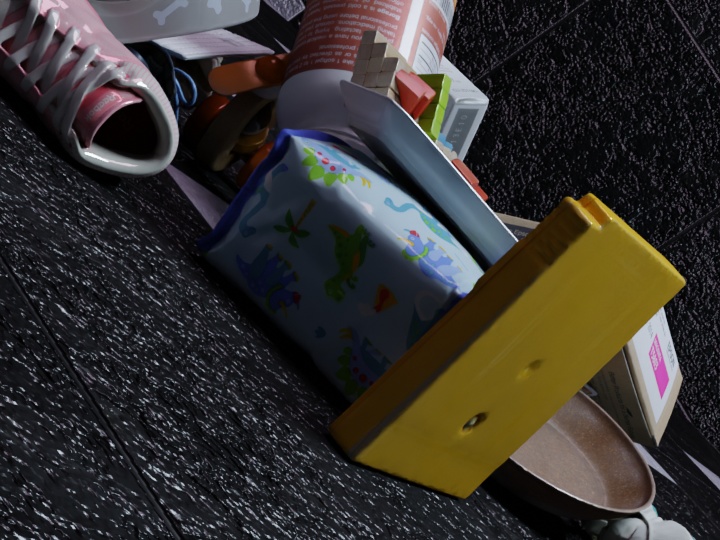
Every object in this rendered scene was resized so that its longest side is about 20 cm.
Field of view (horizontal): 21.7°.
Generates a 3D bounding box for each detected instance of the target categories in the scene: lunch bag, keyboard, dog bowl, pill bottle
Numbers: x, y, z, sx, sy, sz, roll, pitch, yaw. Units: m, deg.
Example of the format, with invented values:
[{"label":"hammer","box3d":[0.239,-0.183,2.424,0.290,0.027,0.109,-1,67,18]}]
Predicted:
[{"label":"lunch bag","box3d":[0.012,0.004,1.232,0.170,0.128,0.200,44,17,15]},{"label":"keyboard","box3d":[-0.123,-0.177,1.461,0.056,0.011,0.200,18,12,13]},{"label":"dog bowl","box3d":[-0.159,-0.192,1.282,0.200,0.198,0.059,-103,-173,-77]},{"label":"pill bottle","box3d":[0.000,-0.144,1.397,0.111,0.202,0.112,12,-28,7]}]

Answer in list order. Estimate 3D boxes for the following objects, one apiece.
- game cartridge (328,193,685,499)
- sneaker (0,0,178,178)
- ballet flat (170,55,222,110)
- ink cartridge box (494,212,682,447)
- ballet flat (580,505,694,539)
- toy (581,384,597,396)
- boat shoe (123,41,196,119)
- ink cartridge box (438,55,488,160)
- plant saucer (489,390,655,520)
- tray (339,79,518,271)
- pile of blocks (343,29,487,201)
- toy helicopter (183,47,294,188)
[{"label":"game cartridge","box3d":[0.091,0.048,1.110,0.032,0.200,0.176,48,9,27]},{"label":"sneaker","box3d":[-0.184,-0.131,1.144,0.200,0.075,0.105,45,1,-22]},{"label":"ballet flat","box3d":[-0.155,-0.161,1.532,0.064,0.075,0.200,53,18,8]},{"label":"ink cartridge box","box3d":[0.164,0.047,1.530,0.163,0.076,0.201,13,-30,27]},{"label":"ballet flat","box3d":[0.197,0.202,1.384,0.069,0.070,0.200,41,3,-8]},{"label":"toy","box3d":[0.084,0.063,1.492,0.115,0.048,0.200,-15,-46,44]},{"label":"boat shoe","box3d":[-0.152,-0.125,1.312,0.084,0.069,0.200,42,6,-9]},{"label":"ink cartridge box","box3d":[0.007,-0.101,1.539,0.043,0.201,0.174,-2,37,-40]},{"label":"plant saucer","box3d":[0.125,0.121,1.380,0.199,0.037,0.201,29,22,-12]},{"label":"tray","box3d":[0.059,-0.043,1.236,0.200,0.022,0.107,47,-4,-22]},{"label":"pile of blocks","box3d":[0.056,-0.081,1.323,0.062,0.082,0.201,4,-45,32]},{"label":"toy helicopter","box3d":[-0.058,-0.160,1.496,0.079,0.200,0.132,42,-8,10]}]
